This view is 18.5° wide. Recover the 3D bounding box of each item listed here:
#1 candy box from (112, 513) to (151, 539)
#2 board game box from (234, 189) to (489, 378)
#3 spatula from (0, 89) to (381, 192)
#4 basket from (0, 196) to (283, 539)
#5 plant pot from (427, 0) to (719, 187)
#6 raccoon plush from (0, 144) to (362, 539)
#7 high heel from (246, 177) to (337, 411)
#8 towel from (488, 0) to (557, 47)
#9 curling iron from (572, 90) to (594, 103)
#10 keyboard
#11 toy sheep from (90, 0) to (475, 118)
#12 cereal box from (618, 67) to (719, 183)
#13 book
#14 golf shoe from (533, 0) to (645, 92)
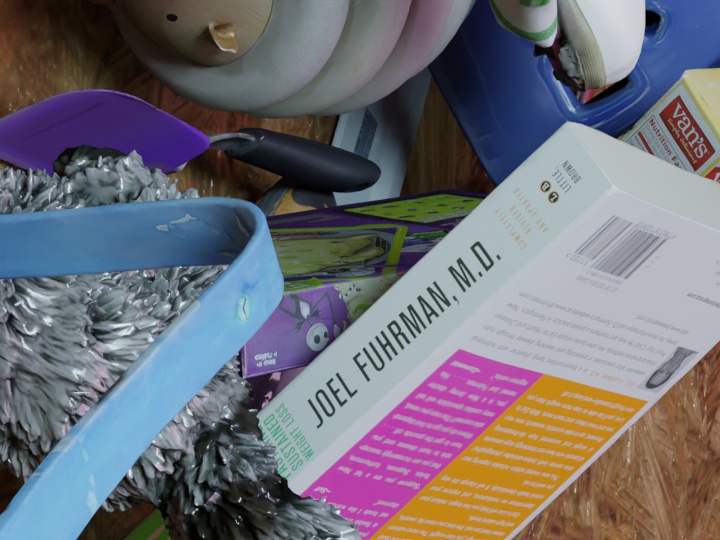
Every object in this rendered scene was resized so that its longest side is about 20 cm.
[{"bbox_3d":[-0.025,0.181,0.733,0.200,0.056,0.117,57,23,-10],"label":"candy box"},{"bbox_3d":[0.000,0.000,0.738,0.199,0.120,0.032,-9,99,-41],"label":"board game box"},{"bbox_3d":[-0.048,-0.040,0.758,0.200,0.056,0.021,1,71,-59],"label":"spatula"},{"bbox_3d":[-0.133,0.038,0.450,0.176,0.199,0.140,-51,137,-51],"label":"basket"},{"bbox_3d":[0.119,-0.171,0.898,0.201,0.179,0.200,63,32,-7],"label":"plant pot"},{"bbox_3d":[-0.084,0.023,0.579,0.134,0.200,0.097,6,111,-57],"label":"raccoon plush"},{"bbox_3d":[0.002,0.056,0.876,0.200,0.071,0.143,45,50,-54],"label":"high heel"},{"bbox_3d":[0.043,-0.173,0.611,0.200,0.023,0.153,97,-17,-61],"label":"towel"},{"bbox_3d":[0.107,-0.053,1.120,0.050,0.025,0.201,47,51,-51],"label":"curling iron"},{"bbox_3d":[0.004,-0.052,0.936,0.056,0.011,0.201,46,52,-49],"label":"keyboard"},{"bbox_3d":[-0.017,-0.119,0.752,0.200,0.137,0.139,-20,111,-50],"label":"toy sheep"},{"bbox_3d":[0.118,-0.008,0.862,0.143,0.200,0.040,-8,61,-43],"label":"cereal box"},{"bbox_3d":[0.028,0.044,0.678,0.133,0.200,0.048,15,36,-58],"label":"book"},{"bbox_3d":[0.084,-0.163,0.752,0.073,0.092,0.201,78,6,-86],"label":"golf shoe"}]
